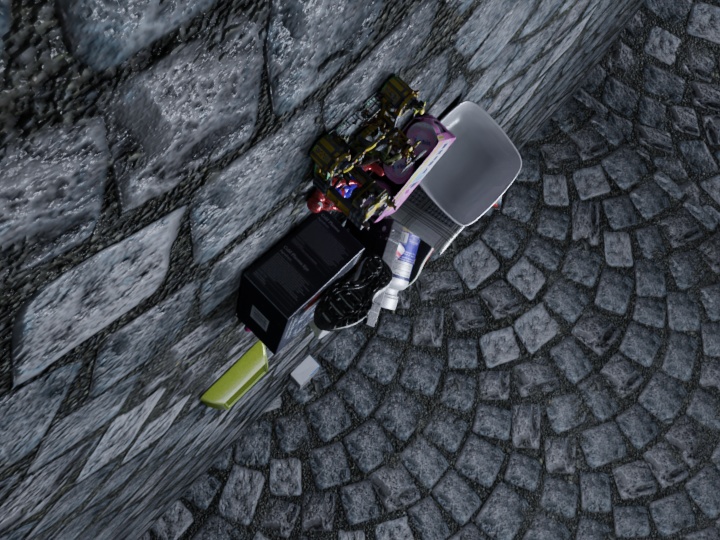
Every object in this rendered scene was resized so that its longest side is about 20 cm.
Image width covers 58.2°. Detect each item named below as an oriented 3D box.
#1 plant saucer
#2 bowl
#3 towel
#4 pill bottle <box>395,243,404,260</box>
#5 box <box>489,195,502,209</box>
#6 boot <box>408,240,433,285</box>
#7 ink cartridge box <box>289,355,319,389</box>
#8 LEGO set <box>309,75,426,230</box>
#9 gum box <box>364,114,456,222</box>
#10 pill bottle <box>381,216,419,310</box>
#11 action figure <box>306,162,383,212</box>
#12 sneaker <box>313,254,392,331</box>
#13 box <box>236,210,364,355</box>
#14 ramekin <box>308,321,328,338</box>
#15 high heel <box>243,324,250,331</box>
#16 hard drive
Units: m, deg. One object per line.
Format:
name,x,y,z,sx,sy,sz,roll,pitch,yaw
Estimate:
plant saucer,-0.293,0.268,1.583,0.200,0.048,0.200,-45,173,-16
bowl,0.205,-0.217,1.316,0.200,0.200,0.075,-46,-165,-1
towel,0.167,-0.159,1.411,0.193,0.200,0.035,-49,143,1
pill bottle,-0.012,-0.013,1.397,0.200,0.120,0.120,-46,173,1
box,0.262,-0.203,1.482,0.200,0.034,0.112,-154,-110,-69
boot,0.152,-0.043,1.642,0.201,0.072,0.144,-54,171,34
ink cartridge box,-0.240,0.439,2.758,0.116,0.067,0.200,-45,173,-17
LEGO set,0.028,-0.149,0.875,0.200,0.116,0.154,-43,172,-25
gum box,0.081,-0.189,1.169,0.200,0.066,0.113,-50,173,26
pill bottle,0.064,-0.017,1.511,0.120,0.118,0.203,14,91,-82
action figure,-0.026,-0.124,1.005,0.065,0.052,0.200,-46,172,34
sneaker,-0.016,0.050,1.082,0.079,0.074,0.200,-46,176,40
box,-0.106,0.022,1.100,0.182,0.104,0.200,-44,173,-26
ramekin,-0.065,0.066,1.617,0.202,0.094,0.202,-45,173,-7
high heel,-0.134,0.077,1.265,0.200,0.096,0.068,-42,172,-34
hard drive,0.000,0.000,1.229,0.139,0.038,0.203,5,-106,49
